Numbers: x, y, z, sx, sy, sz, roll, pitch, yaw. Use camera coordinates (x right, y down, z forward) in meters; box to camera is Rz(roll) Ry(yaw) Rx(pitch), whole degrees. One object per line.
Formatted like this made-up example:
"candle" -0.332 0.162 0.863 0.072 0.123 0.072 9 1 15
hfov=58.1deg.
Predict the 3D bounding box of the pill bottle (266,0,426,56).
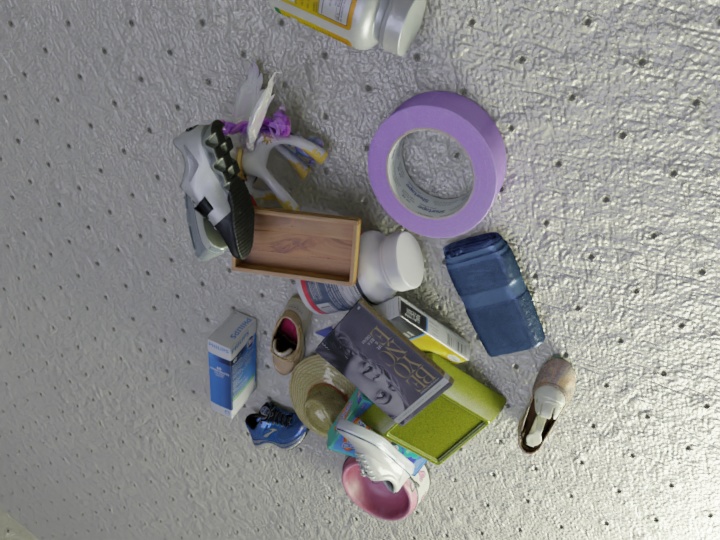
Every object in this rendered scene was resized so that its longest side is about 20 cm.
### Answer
"pill bottle" -0.018 -0.362 0.852 0.197 0.113 0.114 27 130 10

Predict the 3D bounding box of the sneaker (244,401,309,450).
"sneaker" -0.186 0.340 1.427 0.197 0.079 0.090 -18 114 36

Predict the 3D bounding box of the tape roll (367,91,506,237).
"tape roll" 0.111 -0.153 0.951 0.196 0.066 0.204 14 125 19

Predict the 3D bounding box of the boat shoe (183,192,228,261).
"boat shoe" -0.252 -0.112 1.021 0.071 0.069 0.205 -31 62 38

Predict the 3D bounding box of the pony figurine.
"pony figurine" -0.154 -0.203 1.002 0.198 0.166 0.196 28 96 -26

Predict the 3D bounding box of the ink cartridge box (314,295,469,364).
"ink cartridge box" 0.054 0.130 1.124 0.198 0.048 0.196 -27 137 35

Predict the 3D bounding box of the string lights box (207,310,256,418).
"string lights box" -0.267 0.199 1.362 0.058 0.103 0.204 19 127 16

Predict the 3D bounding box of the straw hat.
"straw hat" -0.069 0.278 1.288 0.196 0.085 0.206 5 112 12

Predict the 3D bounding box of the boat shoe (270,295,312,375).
"boat shoe" -0.149 0.141 1.281 0.072 0.069 0.203 25 129 11

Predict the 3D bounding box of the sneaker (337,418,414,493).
"sneaker" 0.024 0.339 1.168 0.200 0.072 0.072 43 157 -28

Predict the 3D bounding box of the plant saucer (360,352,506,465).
"plant saucer" 0.132 0.263 1.150 0.198 0.048 0.200 32 116 -22

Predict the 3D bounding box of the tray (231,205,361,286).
"tray" -0.100 -0.040 1.001 0.195 0.037 0.101 8 104 10

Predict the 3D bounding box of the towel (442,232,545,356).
"towel" 0.214 0.038 1.031 0.110 0.049 0.203 -14 112 34

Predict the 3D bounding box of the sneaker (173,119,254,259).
"sneaker" -0.215 -0.111 0.948 0.086 0.074 0.204 -8 108 18

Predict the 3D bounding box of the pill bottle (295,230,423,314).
"pill bottle" 0.000 0.000 1.076 0.197 0.120 0.121 -13 114 33

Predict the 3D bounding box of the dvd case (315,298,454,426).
"dvd case" 0.035 0.155 1.057 0.199 0.016 0.149 40 128 -2

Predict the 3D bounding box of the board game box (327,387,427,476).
"board game box" 0.055 0.304 1.231 0.196 0.045 0.153 22 121 -18

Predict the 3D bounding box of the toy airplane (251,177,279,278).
"toy airplane" -0.210 -0.067 1.129 0.199 0.141 0.201 42 152 14

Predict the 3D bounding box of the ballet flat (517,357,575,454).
"ballet flat" 0.313 0.239 1.096 0.067 0.067 0.204 18 127 16

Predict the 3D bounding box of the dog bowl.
"dog bowl" 0.046 0.442 1.371 0.196 0.074 0.204 14 127 19
